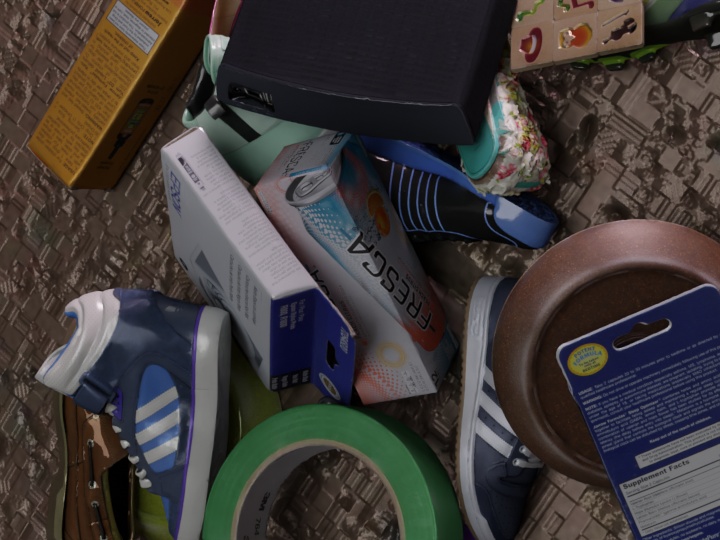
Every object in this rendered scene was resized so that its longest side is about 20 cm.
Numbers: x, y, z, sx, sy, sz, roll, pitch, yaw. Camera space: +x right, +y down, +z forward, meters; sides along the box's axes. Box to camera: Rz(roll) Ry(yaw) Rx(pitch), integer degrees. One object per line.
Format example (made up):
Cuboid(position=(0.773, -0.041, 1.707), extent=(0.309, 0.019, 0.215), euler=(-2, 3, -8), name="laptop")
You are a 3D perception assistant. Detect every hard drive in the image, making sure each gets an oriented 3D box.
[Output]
Cuboid(position=(0.001, -0.166, 1.365), extent=(0.199, 0.042, 0.136), euler=(11, 70, 19), name="hard drive")

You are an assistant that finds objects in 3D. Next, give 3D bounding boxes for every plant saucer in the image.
Cuboid(position=(-0.156, 0.128, 1.564), extent=(0.199, 0.031, 0.202), euler=(0, 91, 27), name="plant saucer")
Cuboid(position=(0.191, 0.066, 1.326), extent=(0.199, 0.035, 0.202), euler=(0, 108, 1), name="plant saucer")

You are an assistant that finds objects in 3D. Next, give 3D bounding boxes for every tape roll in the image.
Cuboid(position=(-0.022, 0.200, 1.414), extent=(0.199, 0.048, 0.202), euler=(-3, 83, 28), name="tape roll")

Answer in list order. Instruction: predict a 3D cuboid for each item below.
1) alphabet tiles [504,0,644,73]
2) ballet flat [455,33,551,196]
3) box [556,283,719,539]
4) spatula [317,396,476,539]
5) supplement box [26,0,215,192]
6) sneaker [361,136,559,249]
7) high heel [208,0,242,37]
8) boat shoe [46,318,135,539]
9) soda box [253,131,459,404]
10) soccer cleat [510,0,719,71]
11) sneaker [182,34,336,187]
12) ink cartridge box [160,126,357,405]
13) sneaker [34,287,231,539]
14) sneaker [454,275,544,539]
Cuboid(position=(0.156, -0.239, 1.367), extent=(0.166, 0.008, 0.201), euler=(-9, 64, 27), name="alphabet tiles")
Cuboid(position=(0.094, -0.132, 1.404), extent=(0.076, 0.064, 0.201), euler=(-44, 44, 41), name="ballet flat")
Cuboid(position=(0.222, 0.113, 1.306), extent=(0.120, 0.032, 0.201), euler=(-23, 106, 7), name="box")
Cuboid(position=(0.036, 0.172, 1.450), extent=(0.200, 0.021, 0.057), euler=(48, 118, 9), name="spatula")
Cuboid(position=(-0.190, -0.161, 1.558), extent=(0.069, 0.066, 0.201), euler=(39, 107, 22), name="supplement box")
Cuboid(position=(0.056, -0.047, 1.434), extent=(0.199, 0.070, 0.078), euler=(28, 105, 32), name="sneaker")
Cuboid(position=(-0.082, -0.254, 1.483), extent=(0.067, 0.096, 0.202), euler=(10, 96, 30), name="high heel")
Cuboid(position=(-0.204, 0.134, 1.539), extent=(0.068, 0.072, 0.202), euler=(9, 104, 23), name="boat shoe")
Cuboid(position=(0.000, 0.000, 1.409), extent=(0.068, 0.064, 0.201), euler=(-12, 118, 29), name="soda box")
Cuboid(position=(0.202, -0.196, 1.364), extent=(0.199, 0.065, 0.084), euler=(-6, 69, 29), name="soccer cleat")
Cuboid(position=(-0.049, -0.163, 1.431), extent=(0.201, 0.118, 0.074), euler=(-55, 29, 3), name="sneaker")
Cuboid(position=(-0.078, 0.016, 1.440), extent=(0.040, 0.200, 0.200), euler=(-33, 72, -15), name="ink cartridge box")
Cuboid(position=(-0.179, 0.110, 1.482), extent=(0.145, 0.081, 0.202), euler=(7, 107, 5), name="sneaker")
Cuboid(position=(0.131, 0.104, 1.392), extent=(0.108, 0.070, 0.202), euler=(0, 88, 29), name="sneaker")
